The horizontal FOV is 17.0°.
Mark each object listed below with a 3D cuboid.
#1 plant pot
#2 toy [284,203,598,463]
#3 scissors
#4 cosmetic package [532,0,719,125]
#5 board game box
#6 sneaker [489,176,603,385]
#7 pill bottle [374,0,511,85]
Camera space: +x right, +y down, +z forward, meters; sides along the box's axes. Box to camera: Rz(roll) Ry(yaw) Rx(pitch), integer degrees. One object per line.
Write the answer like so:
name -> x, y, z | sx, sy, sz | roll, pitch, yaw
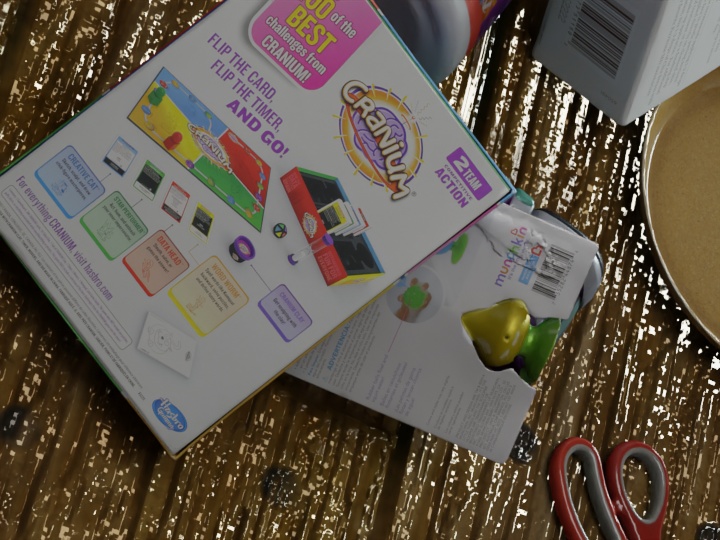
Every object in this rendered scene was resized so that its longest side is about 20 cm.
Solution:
plant pot -> 0.231, -0.028, 1.339 | 0.199, 0.027, 0.201 | 10, 68, -27
toy -> 0.000, 0.000, 1.154 | 0.199, 0.047, 0.116 | 23, 95, -2
scissors -> 0.147, 0.179, 1.225 | 0.073, 0.014, 0.201 | -8, 78, -35
cosmetic package -> 0.191, -0.171, 1.311 | 0.071, 0.102, 0.200 | 41, 50, 24
board game box -> -0.053, -0.035, 1.102 | 0.200, 0.040, 0.153 | -37, 94, -1
sneaker -> 0.027, -0.022, 1.191 | 0.200, 0.074, 0.088 | 35, 69, -12
pill bottle -> 0.051, -0.193, 1.240 | 0.111, 0.111, 0.200 | 44, 56, -10
